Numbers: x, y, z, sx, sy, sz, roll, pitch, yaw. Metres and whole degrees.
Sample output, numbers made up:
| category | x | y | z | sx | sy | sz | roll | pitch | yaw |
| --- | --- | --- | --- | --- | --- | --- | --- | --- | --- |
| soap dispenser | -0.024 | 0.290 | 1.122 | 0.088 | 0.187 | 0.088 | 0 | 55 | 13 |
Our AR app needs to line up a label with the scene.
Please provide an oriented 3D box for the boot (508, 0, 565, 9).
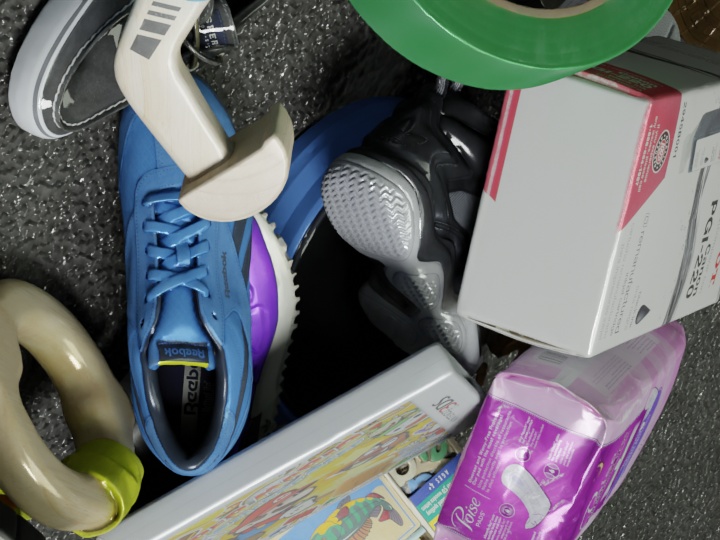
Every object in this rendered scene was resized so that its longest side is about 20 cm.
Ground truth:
| category | x | y | z | sx | sy | sz | roll | pitch | yaw |
| --- | --- | --- | --- | --- | --- | --- | --- | --- | --- |
| boot | 0.078 | -0.221 | 1.295 | 0.138 | 0.077 | 0.200 | -63 | 141 | -34 |

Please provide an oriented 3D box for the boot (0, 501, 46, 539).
| category | x | y | z | sx | sy | sz | roll | pitch | yaw |
| --- | --- | --- | --- | --- | --- | --- | --- | --- | --- |
| boot | -0.230 | 0.150 | 1.065 | 0.154 | 0.204 | 0.073 | -55 | -172 | -2 |

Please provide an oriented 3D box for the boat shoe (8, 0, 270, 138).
| category | x | y | z | sx | sy | sz | roll | pitch | yaw |
| --- | --- | --- | --- | --- | --- | --- | --- | --- | --- |
| boat shoe | -0.078 | -0.127 | 1.140 | 0.200 | 0.066 | 0.070 | -42 | 142 | -26 |

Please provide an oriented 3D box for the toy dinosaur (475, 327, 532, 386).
| category | x | y | z | sx | sy | sz | roll | pitch | yaw |
| --- | --- | --- | --- | --- | --- | --- | --- | --- | --- |
| toy dinosaur | 0.082 | 0.018 | 1.476 | 0.060 | 0.106 | 0.200 | 39 | 84 | -17 |

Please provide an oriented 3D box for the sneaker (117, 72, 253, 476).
| category | x | y | z | sx | sy | sz | roll | pitch | yaw |
| --- | --- | --- | --- | --- | --- | --- | --- | --- | --- |
| sneaker | -0.084 | 0.002 | 1.171 | 0.078 | 0.066 | 0.200 | -102 | -170 | -80 |

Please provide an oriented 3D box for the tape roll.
| category | x | y | z | sx | sy | sz | roll | pitch | yaw |
| --- | --- | --- | --- | --- | --- | --- | --- | --- | --- |
| tape roll | 0.070 | -0.190 | 1.171 | 0.200 | 0.048 | 0.201 | 5 | 79 | -28 |

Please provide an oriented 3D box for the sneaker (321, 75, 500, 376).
| category | x | y | z | sx | sy | sz | roll | pitch | yaw |
| --- | --- | --- | --- | --- | --- | --- | --- | --- | --- |
| sneaker | 0.051 | -0.027 | 1.307 | 0.114 | 0.075 | 0.200 | -52 | 148 | -19 |

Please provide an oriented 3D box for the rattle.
| category | x | y | z | sx | sy | sz | roll | pitch | yaw |
| --- | --- | --- | --- | --- | --- | --- | --- | --- | --- |
| rattle | -0.204 | 0.056 | 1.145 | 0.200 | 0.143 | 0.130 | 45 | 44 | -40 |

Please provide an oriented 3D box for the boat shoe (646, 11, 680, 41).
| category | x | y | z | sx | sy | sz | roll | pitch | yaw |
| --- | --- | --- | --- | --- | --- | --- | --- | --- | --- |
| boat shoe | 0.124 | -0.084 | 1.444 | 0.200 | 0.072 | 0.071 | -56 | -179 | -28 |

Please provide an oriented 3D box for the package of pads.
| category | x | y | z | sx | sy | sz | roll | pitch | yaw |
| --- | --- | --- | --- | --- | --- | --- | --- | --- | --- |
| package of pads | 0.117 | 0.092 | 1.374 | 0.200 | 0.076 | 0.121 | -32 | 145 | -66 |

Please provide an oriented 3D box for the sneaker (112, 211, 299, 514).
| category | x | y | z | sx | sy | sz | roll | pitch | yaw |
| --- | --- | --- | --- | --- | --- | --- | --- | --- | --- |
| sneaker | -0.093 | 0.050 | 1.250 | 0.099 | 0.070 | 0.200 | -24 | 132 | -39 |

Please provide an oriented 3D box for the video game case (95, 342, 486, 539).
| category | x | y | z | sx | sy | sz | roll | pitch | yaw |
| --- | --- | --- | --- | --- | --- | --- | --- | --- | --- |
| video game case | -0.029 | 0.107 | 1.276 | 0.200 | 0.023 | 0.182 | -29 | 167 | 4 |

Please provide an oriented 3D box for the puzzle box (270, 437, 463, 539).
| category | x | y | z | sx | sy | sz | roll | pitch | yaw |
| --- | --- | --- | --- | --- | --- | --- | --- | --- | --- |
| puzzle box | -0.004 | 0.183 | 1.406 | 0.200 | 0.025 | 0.133 | -41 | 111 | -9 |

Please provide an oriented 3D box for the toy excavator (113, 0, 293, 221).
| category | x | y | z | sx | sy | sz | roll | pitch | yaw |
| --- | --- | --- | --- | --- | --- | --- | --- | --- | --- |
| toy excavator | -0.086 | -0.140 | 1.055 | 0.200 | 0.194 | 0.100 | -56 | -166 | 29 |

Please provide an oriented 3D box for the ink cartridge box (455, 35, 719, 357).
| category | x | y | z | sx | sy | sz | roll | pitch | yaw |
| --- | --- | --- | --- | --- | --- | --- | --- | --- | --- |
| ink cartridge box | 0.143 | -0.045 | 1.305 | 0.200 | 0.085 | 0.146 | -18 | 124 | -62 |

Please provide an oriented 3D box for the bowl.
| category | x | y | z | sx | sy | sz | roll | pitch | yaw |
| --- | --- | --- | --- | --- | --- | --- | --- | --- | --- |
| bowl | 0.000 | 0.000 | 1.363 | 0.201 | 0.039 | 0.201 | -32 | 137 | -36 |

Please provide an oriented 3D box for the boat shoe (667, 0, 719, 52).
| category | x | y | z | sx | sy | sz | roll | pitch | yaw |
| --- | --- | --- | --- | --- | --- | --- | --- | --- | --- |
| boat shoe | 0.231 | -0.176 | 1.530 | 0.073 | 0.063 | 0.200 | -39 | 145 | 11 |
